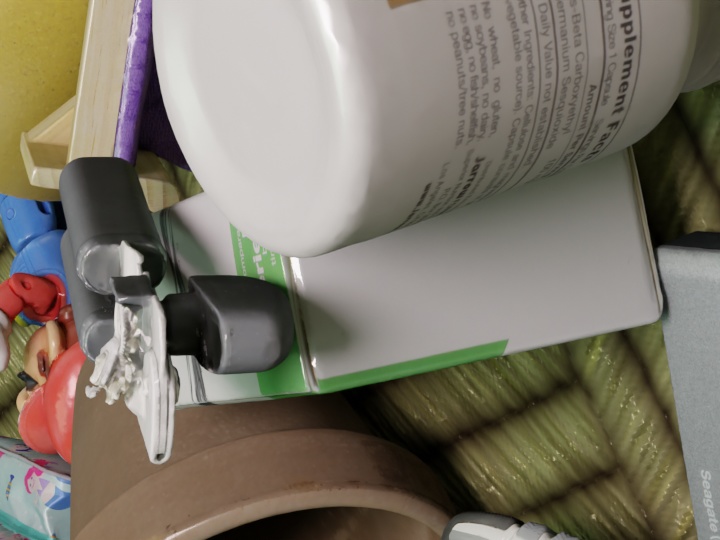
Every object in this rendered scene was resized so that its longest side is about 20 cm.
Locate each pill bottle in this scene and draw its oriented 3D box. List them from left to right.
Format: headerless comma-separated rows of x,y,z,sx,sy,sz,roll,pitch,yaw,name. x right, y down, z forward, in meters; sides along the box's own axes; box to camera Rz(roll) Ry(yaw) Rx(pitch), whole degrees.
0.043,-0.085,0.617,0.114,0.199,0.115,32,131,45,pill bottle

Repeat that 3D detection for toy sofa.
-0.085,-0.131,0.821,0.083,0.097,0.201,-133,51,-70,toy sofa

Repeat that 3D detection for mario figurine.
-0.176,0.027,1.059,0.106,0.123,0.201,105,151,-50,mario figurine

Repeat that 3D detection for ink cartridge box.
0.000,0.000,0.750,0.200,0.145,0.085,-13,88,65,ink cartridge box

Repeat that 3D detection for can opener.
-0.074,0.009,0.679,0.200,0.066,0.053,-132,42,-65,can opener

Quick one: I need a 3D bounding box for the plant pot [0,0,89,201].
-0.159,-0.156,0.924,0.142,0.200,0.201,-45,66,26,plant pot

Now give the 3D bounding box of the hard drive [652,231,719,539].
0.186,0.061,0.638,0.200,0.033,0.140,7,113,55,hard drive

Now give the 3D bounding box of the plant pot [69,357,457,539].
-0.064,0.107,0.920,0.201,0.199,0.175,105,152,-42,plant pot

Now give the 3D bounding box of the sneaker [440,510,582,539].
0.092,0.171,0.728,0.199,0.075,0.116,17,77,40,sneaker

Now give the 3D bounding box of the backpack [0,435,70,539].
-0.157,0.182,1.077,0.177,0.199,0.151,12,75,57,backpack
